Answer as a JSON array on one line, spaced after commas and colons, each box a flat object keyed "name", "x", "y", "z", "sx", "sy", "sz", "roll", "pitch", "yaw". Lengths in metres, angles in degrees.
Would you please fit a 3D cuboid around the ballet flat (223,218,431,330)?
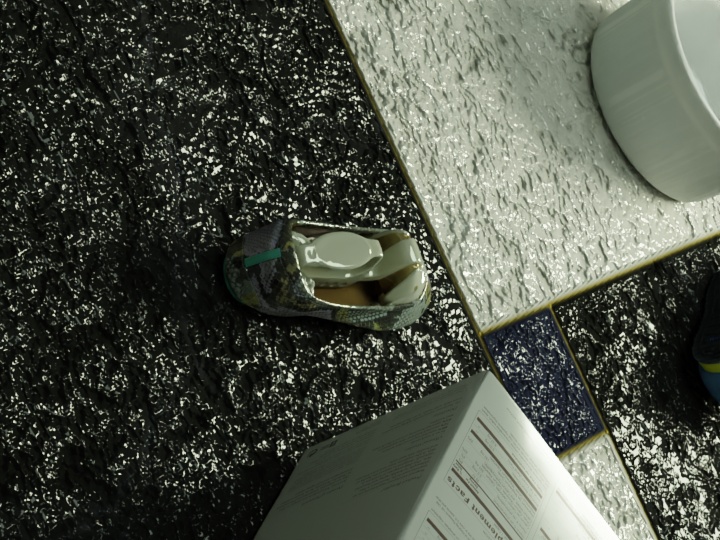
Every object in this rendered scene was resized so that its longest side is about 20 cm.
[{"name": "ballet flat", "x": 0.000, "y": 0.000, "z": 1.375, "sx": 0.200, "sy": 0.072, "sz": 0.072, "roll": 3, "pitch": 66, "yaw": -51}]

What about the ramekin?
[{"name": "ramekin", "x": 0.285, "y": -0.155, "z": 1.803, "sx": 0.200, "sy": 0.098, "sz": 0.201, "roll": 30, "pitch": 47, "yaw": -38}]

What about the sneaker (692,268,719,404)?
[{"name": "sneaker", "x": 0.327, "y": 0.050, "z": 1.760, "sx": 0.079, "sy": 0.066, "sz": 0.200, "roll": 61, "pitch": 34, "yaw": -23}]

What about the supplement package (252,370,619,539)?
[{"name": "supplement package", "x": 0.030, "y": 0.193, "z": 1.216, "sx": 0.151, "sy": 0.152, "sz": 0.200, "roll": 52, "pitch": 37, "yaw": -16}]
